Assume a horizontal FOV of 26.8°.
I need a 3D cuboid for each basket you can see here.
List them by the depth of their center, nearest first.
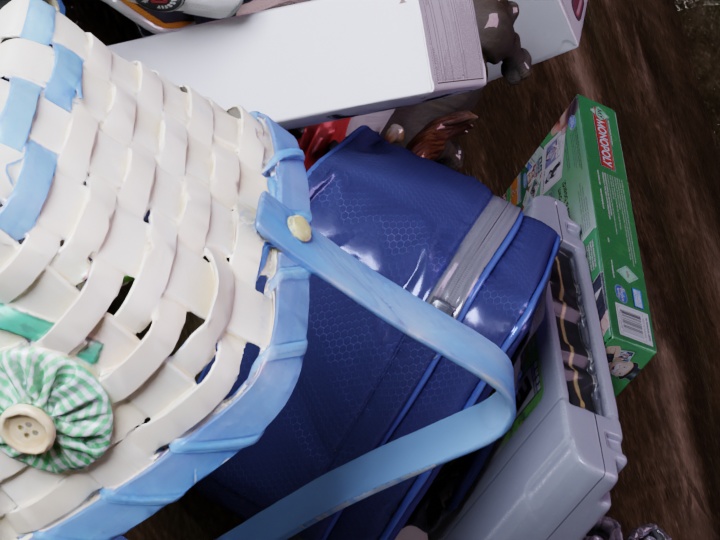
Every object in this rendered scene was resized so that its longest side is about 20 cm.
[{"bbox_3d":[-0.076,0.030,0.468,0.200,0.176,0.139,33,38,-34],"label":"basket"}]

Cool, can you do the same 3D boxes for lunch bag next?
[{"bbox_3d":[0.005,0.050,0.708,0.132,0.200,0.136,31,26,6],"label":"lunch bag"}]

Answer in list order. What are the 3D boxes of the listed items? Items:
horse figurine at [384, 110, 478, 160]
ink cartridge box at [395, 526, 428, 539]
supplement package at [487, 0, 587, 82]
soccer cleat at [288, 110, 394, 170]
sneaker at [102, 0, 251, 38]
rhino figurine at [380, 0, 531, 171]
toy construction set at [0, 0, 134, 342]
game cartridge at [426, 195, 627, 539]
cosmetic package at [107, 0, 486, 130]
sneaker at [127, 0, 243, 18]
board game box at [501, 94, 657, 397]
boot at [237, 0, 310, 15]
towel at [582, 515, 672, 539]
[{"bbox_3d":[0.000,0.000,0.833,0.050,0.200,0.133,24,29,2],"label":"horse figurine"},{"bbox_3d":[0.050,0.107,0.928,0.146,0.085,0.200,55,29,-34],"label":"ink cartridge box"},{"bbox_3d":[0.060,-0.245,1.122,0.200,0.156,0.111,62,24,-23],"label":"supplement package"},{"bbox_3d":[-0.021,-0.085,0.864,0.069,0.085,0.200,32,50,-9],"label":"soccer cleat"},{"bbox_3d":[-0.066,-0.147,0.707,0.078,0.200,0.079,-106,-164,-82],"label":"sneaker"},{"bbox_3d":[0.034,-0.094,0.952,0.060,0.200,0.087,38,7,27],"label":"rhino figurine"},{"bbox_3d":[-0.144,-0.048,0.576,0.131,0.092,0.200,-54,140,-61],"label":"toy construction set"},{"bbox_3d":[0.074,0.069,0.763,0.040,0.133,0.200,18,37,-15],"label":"game cartridge"},{"bbox_3d":[-0.052,-0.084,0.670,0.083,0.200,0.051,-18,99,-68],"label":"cosmetic package"},{"bbox_3d":[-0.069,-0.189,0.640,0.088,0.074,0.200,21,62,-27],"label":"sneaker"},{"bbox_3d":[0.105,0.012,0.844,0.029,0.135,0.200,20,40,-16],"label":"board game box"},{"bbox_3d":[-0.053,-0.197,0.818,0.200,0.072,0.155,-44,119,-44],"label":"boot"},{"bbox_3d":[0.132,0.265,0.878,0.086,0.166,0.200,18,39,-6],"label":"towel"}]
